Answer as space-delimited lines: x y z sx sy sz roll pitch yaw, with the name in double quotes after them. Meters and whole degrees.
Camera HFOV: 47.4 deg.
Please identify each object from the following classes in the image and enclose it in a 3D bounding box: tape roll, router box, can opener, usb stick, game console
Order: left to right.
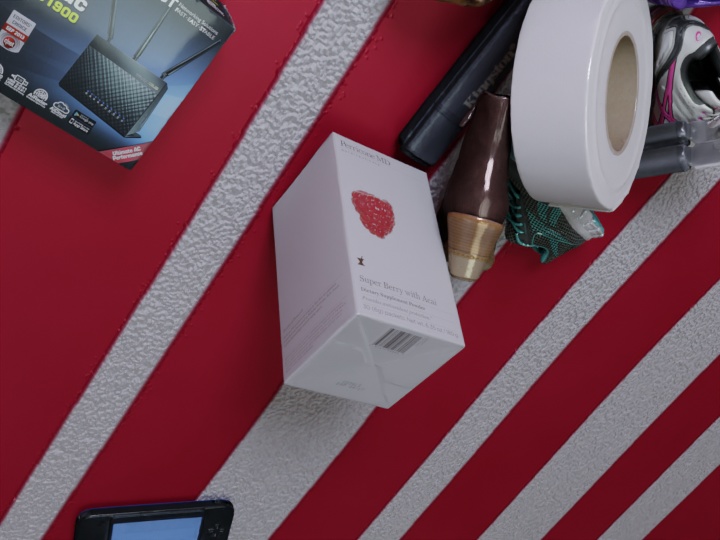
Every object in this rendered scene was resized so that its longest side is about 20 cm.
-0.216 -0.193 0.627 0.198 0.063 0.150 31 108 -37 "router box"
-0.254 0.390 1.014 0.195 0.119 0.174 2 125 -24 "game console"
0.111 -0.186 0.787 0.055 0.033 0.201 25 112 -39 "usb stick"
0.207 -0.160 0.746 0.201 0.069 0.208 -20 114 -55 "tape roll"
0.329 -0.119 0.851 0.196 0.055 0.067 -7 155 35 "can opener"

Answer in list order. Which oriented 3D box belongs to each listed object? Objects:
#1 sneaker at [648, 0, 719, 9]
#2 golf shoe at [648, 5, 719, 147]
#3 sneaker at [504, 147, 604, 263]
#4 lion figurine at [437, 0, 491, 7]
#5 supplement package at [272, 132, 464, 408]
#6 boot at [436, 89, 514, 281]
0.365 -0.284 0.786 0.195 0.084 0.082 -19 131 -9 "sneaker"
0.346 -0.174 0.855 0.072 0.093 0.201 -37 132 2 "golf shoe"
0.187 -0.066 0.882 0.091 0.079 0.199 -38 133 19 "sneaker"
0.135 -0.258 0.679 0.196 0.121 0.075 -13 107 -35 "lion figurine"
0.000 0.000 0.755 0.119 0.204 0.120 17 137 -31 "supplement package"
0.116 -0.087 0.801 0.070 0.200 0.171 12 100 0 "boot"
